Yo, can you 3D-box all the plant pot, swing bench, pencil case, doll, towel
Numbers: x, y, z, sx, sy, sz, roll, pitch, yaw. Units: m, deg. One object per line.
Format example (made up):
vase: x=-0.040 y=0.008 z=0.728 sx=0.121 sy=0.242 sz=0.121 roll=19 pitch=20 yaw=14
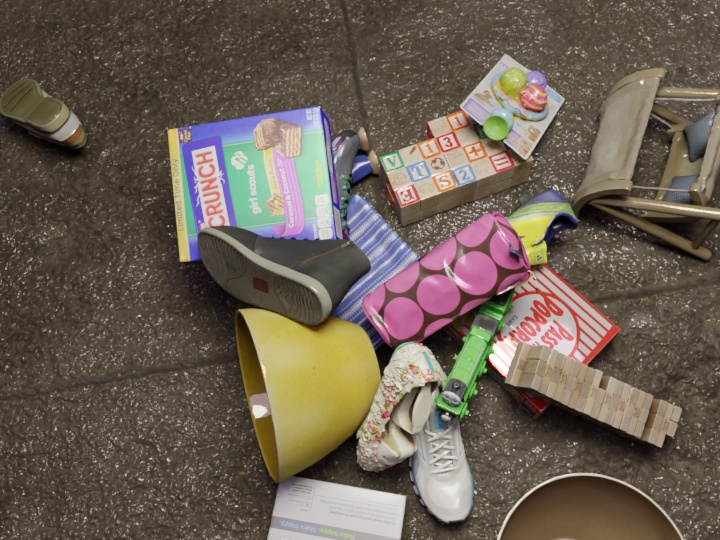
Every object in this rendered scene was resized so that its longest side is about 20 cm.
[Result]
plant pot: x=-0.057 y=0.130 z=0.851 sx=0.141 sy=0.201 sz=0.202 roll=-12 pitch=65 yaw=-17
swing bench: x=0.407 y=-0.150 z=0.965 sx=0.198 sy=0.130 sz=0.200 roll=18 pitch=69 yaw=12
pencil case: x=0.103 y=0.019 z=0.845 sx=0.199 sy=0.091 sz=0.094 roll=-34 pitch=90 yaw=19
plant pot: x=0.233 y=0.328 z=0.760 sx=0.198 sy=0.135 sz=0.202 roll=-1 pitch=66 yaw=3
doll: x=-0.073 y=-0.132 z=1.035 sx=0.198 sy=0.049 sz=0.138 roll=-22 pitch=75 yaw=-5
towel: x=0.000 y=0.000 z=0.959 sx=0.145 sy=0.024 sz=0.200 roll=-40 pitch=59 yaw=-2

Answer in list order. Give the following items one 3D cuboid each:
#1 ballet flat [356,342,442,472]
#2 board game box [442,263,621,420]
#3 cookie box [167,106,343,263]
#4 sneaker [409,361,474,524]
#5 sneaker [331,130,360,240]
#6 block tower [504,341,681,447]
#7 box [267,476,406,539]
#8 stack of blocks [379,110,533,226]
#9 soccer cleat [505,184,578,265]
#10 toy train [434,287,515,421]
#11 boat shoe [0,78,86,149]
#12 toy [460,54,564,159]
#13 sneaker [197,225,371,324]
ballet flat: x=0.042 y=0.172 z=0.815 sx=0.075 sy=0.202 sz=0.064 roll=-9 pitch=39 yaw=-31
board game box: x=0.206 y=0.065 z=0.928 sx=0.151 sy=0.046 sz=0.200 roll=-42 pitch=69 yaw=-13
cookie box: x=-0.132 y=-0.103 z=0.908 sx=0.198 sy=0.075 sz=0.173 roll=-8 pitch=86 yaw=7
sneaker: x=0.089 y=0.197 z=0.857 sx=0.074 sy=0.087 sz=0.202 roll=-11 pitch=67 yaw=-3
sneaker: x=-0.033 y=-0.085 z=0.967 sx=0.087 sy=0.074 sz=0.201 roll=28 pitch=91 yaw=16
block tower: x=0.273 y=0.147 z=0.843 sx=0.198 sy=0.058 sz=0.054 roll=24 pitch=79 yaw=-8
box: x=-0.037 y=0.350 z=0.823 sx=0.154 sy=0.041 sz=0.202 roll=8 pitch=68 yaw=8
stack of blocks: x=0.129 y=-0.156 z=1.026 sx=0.198 sy=0.059 sz=0.116 roll=-20 pitch=66 yaw=-5
soccer cleat: x=0.192 y=-0.028 z=0.910 sx=0.200 sy=0.065 sz=0.084 roll=-38 pitch=71 yaw=-12
toy train: x=0.139 y=0.087 z=0.846 sx=0.041 sy=0.057 sz=0.201 roll=22 pitch=55 yaw=14
boat shoe: x=-0.489 y=-0.235 z=1.102 sx=0.075 sy=0.069 sz=0.199 roll=-48 pitch=50 yaw=-11
toy: x=0.227 y=-0.247 z=1.011 sx=0.115 sy=0.047 sz=0.200 roll=38 pitch=49 yaw=1
sneaker: x=-0.091 y=-0.010 z=0.840 sx=0.199 sy=0.075 sz=0.106 roll=26 pitch=40 yaw=24
